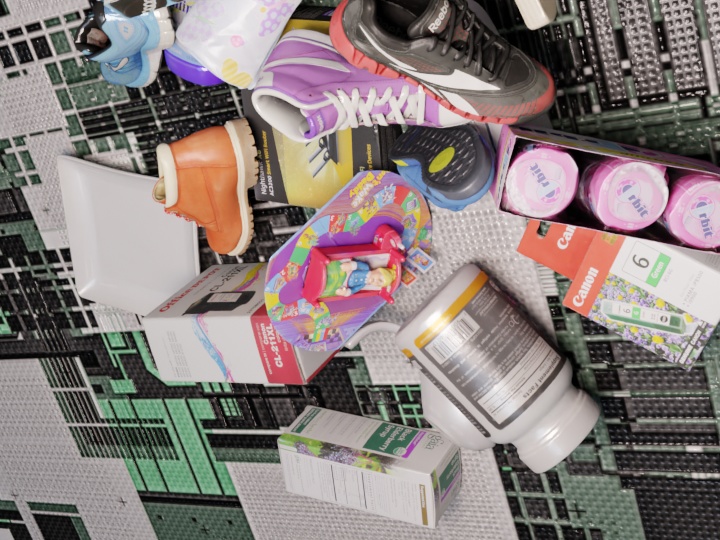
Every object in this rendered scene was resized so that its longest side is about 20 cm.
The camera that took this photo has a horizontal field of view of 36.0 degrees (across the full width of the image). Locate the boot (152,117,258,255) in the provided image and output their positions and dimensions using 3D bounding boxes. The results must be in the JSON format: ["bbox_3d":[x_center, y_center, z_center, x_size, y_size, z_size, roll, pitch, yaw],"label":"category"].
[{"bbox_3d":[-0.169,-0.078,1.177,0.201,0.107,0.075,98,151,-55],"label":"boot"}]

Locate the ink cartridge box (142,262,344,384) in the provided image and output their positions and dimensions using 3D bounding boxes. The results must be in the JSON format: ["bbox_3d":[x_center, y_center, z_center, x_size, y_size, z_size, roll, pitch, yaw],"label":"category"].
[{"bbox_3d":[-0.116,0.055,1.221,0.199,0.146,0.083,-2,114,31],"label":"ink cartridge box"}]

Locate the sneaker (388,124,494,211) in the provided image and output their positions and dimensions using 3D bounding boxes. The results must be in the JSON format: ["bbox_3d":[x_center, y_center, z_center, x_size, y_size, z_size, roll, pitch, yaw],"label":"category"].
[{"bbox_3d":[0.089,-0.087,1.014,0.066,0.200,0.078,-45,110,-1],"label":"sneaker"}]

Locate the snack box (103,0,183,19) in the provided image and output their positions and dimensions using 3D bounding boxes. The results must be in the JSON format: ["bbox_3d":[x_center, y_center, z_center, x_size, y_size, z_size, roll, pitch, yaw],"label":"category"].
[{"bbox_3d":[-0.141,-0.306,0.984,0.199,0.037,0.117,-8,73,31],"label":"snack box"}]

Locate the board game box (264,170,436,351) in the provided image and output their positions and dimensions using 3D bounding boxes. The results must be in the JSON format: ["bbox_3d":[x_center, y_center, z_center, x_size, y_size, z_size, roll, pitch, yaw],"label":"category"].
[{"bbox_3d":[0.000,0.000,1.088,0.039,0.200,0.158,38,169,44],"label":"board game box"}]

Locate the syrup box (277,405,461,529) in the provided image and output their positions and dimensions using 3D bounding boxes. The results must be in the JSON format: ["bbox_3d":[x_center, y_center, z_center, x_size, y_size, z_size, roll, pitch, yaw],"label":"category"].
[{"bbox_3d":[0.011,0.225,1.287,0.199,0.079,0.082,8,120,27],"label":"syrup box"}]

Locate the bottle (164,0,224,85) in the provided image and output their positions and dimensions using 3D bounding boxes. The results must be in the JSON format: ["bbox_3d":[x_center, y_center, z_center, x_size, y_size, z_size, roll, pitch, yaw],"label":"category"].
[{"bbox_3d":[-0.156,-0.288,1.095,0.083,0.065,0.201,31,130,33],"label":"bottle"}]

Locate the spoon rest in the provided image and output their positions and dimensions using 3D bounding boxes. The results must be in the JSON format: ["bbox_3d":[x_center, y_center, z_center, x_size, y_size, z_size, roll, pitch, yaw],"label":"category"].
[{"bbox_3d":[0.072,0.120,1.185,0.200,0.061,0.099,42,173,-11],"label":"spoon rest"}]

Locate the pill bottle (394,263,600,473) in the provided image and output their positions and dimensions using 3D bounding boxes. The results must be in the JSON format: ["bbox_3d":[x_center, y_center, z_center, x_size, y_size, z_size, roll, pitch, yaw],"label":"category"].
[{"bbox_3d":[0.139,0.100,1.116,0.200,0.116,0.116,45,130,0],"label":"pill bottle"}]

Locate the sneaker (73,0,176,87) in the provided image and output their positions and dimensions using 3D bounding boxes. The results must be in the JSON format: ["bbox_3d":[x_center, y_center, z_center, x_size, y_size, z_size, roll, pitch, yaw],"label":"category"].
[{"bbox_3d":[-0.249,-0.241,1.127,0.200,0.089,0.079,152,109,-68],"label":"sneaker"}]

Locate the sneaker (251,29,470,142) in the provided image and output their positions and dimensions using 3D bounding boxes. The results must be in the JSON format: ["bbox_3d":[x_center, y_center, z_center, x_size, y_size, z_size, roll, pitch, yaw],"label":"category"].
[{"bbox_3d":[0.003,-0.141,0.965,0.199,0.115,0.073,11,134,13],"label":"sneaker"}]

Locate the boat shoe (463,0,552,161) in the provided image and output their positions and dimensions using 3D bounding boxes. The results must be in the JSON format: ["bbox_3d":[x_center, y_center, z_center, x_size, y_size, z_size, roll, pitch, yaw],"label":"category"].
[{"bbox_3d":[0.115,-0.148,1.019,0.066,0.072,0.201,-14,115,51],"label":"boat shoe"}]

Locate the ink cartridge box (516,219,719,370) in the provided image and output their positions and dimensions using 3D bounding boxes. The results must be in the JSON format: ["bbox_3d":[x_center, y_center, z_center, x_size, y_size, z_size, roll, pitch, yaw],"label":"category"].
[{"bbox_3d":[0.244,-0.003,1.036,0.199,0.050,0.109,28,127,13],"label":"ink cartridge box"}]

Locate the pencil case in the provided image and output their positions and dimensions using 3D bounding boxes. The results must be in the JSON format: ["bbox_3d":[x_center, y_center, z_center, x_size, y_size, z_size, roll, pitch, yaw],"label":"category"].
[{"bbox_3d":[-0.084,-0.265,1.016,0.091,0.083,0.200,40,105,12],"label":"pencil case"}]

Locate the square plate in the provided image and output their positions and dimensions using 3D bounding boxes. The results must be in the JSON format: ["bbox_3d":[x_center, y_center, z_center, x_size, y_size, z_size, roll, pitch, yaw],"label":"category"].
[{"bbox_3d":[-0.270,-0.036,1.336,0.199,0.028,0.199,14,123,23],"label":"square plate"}]

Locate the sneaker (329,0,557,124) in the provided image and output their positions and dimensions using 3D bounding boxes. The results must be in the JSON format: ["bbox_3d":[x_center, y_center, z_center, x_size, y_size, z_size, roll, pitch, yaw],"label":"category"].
[{"bbox_3d":[0.074,-0.180,0.900,0.199,0.071,0.098,23,164,-5],"label":"sneaker"}]

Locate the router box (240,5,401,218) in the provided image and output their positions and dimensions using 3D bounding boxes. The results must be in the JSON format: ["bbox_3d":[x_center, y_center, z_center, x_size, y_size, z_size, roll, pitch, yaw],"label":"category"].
[{"bbox_3d":[-0.040,-0.161,1.111,0.156,0.052,0.201,9,121,27],"label":"router box"}]

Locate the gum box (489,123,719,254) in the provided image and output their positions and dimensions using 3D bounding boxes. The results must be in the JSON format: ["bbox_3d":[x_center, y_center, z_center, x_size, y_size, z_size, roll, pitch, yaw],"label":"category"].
[{"bbox_3d":[0.214,-0.070,0.931,0.199,0.114,0.067,11,104,0],"label":"gum box"}]

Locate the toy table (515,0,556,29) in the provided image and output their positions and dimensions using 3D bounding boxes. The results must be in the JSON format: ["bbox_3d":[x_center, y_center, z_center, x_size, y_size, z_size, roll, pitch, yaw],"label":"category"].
[{"bbox_3d":[0.127,-0.297,0.894,0.200,0.117,0.184,-33,97,40],"label":"toy table"}]
